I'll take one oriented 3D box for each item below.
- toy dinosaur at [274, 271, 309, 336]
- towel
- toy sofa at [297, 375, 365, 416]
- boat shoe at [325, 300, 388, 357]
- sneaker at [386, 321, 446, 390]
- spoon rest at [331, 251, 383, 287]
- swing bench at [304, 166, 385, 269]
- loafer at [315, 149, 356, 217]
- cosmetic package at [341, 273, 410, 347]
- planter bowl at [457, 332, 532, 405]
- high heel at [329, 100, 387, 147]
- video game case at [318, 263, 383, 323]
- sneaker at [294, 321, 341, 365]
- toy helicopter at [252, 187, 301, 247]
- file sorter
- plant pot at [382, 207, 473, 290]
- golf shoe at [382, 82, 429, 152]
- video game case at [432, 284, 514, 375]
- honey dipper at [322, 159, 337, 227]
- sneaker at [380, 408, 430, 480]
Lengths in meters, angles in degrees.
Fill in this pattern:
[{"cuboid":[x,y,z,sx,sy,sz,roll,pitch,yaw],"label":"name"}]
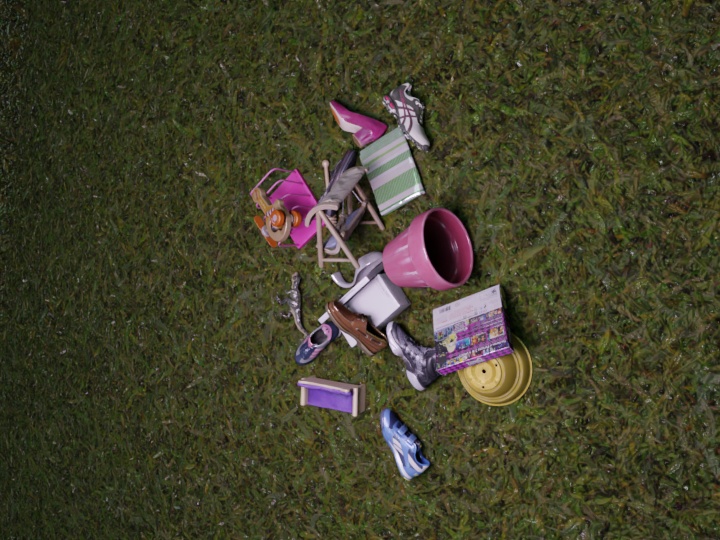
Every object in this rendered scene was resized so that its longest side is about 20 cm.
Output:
[{"cuboid":[-0.215,0.109,1.755,0.087,0.047,0.203,-8,91,24],"label":"toy dinosaur"},{"cuboid":[0.086,-0.274,1.572,0.151,0.023,0.202,-26,77,28],"label":"towel"},{"cuboid":[-0.088,0.367,1.655,0.198,0.097,0.084,3,93,30],"label":"toy sofa"},{"cuboid":[-0.007,0.141,1.505,0.068,0.072,0.200,-37,112,24],"label":"boat shoe"},{"cuboid":[0.156,0.211,1.517,0.113,0.075,0.202,-32,81,27],"label":"sneaker"},{"cuboid":[0.000,0.000,1.601,0.199,0.099,0.061,-28,86,44],"label":"spoon rest"},{"cuboid":[-0.045,-0.143,1.510,0.128,0.199,0.202,1,127,30],"label":"swing bench"},{"cuboid":[-0.073,-0.257,1.625,0.062,0.072,0.202,22,93,16],"label":"loafer"},{"cuboid":[0.030,0.110,1.582,0.200,0.081,0.113,-45,71,25],"label":"cosmetic package"},{"cuboid":[0.319,0.245,1.410,0.198,0.083,0.204,1,92,31],"label":"planter bowl"},{"cuboid":[-0.010,-0.438,1.615,0.095,0.068,0.201,-32,56,-7],"label":"high heel"},{"cuboid":[-0.023,0.063,1.580,0.200,0.143,0.017,-42,88,25],"label":"video game case"},{"cuboid":[-0.145,0.218,1.693,0.200,0.082,0.070,-45,70,24],"label":"sneaker"},{"cuboid":[-0.261,-0.159,1.625,0.201,0.078,0.133,53,127,30],"label":"toy helicopter"},{"cuboid":[-0.221,-0.188,1.700,0.139,0.125,0.201,-40,72,26],"label":"file sorter"},{"cuboid":[0.160,-0.039,1.447,0.178,0.198,0.203,-19,82,45],"label":"plant pot"},{"cuboid":[0.137,-0.409,1.506,0.088,0.077,0.201,-36,74,19],"label":"golf shoe"},{"cuboid":[0.275,0.147,1.409,0.198,0.036,0.183,-25,45,29],"label":"video game case"},{"cuboid":[-0.096,-0.229,1.677,0.038,0.038,0.203,-10,84,31],"label":"honey dipper"},{"cuboid":[0.122,0.466,1.548,0.082,0.074,0.202,-30,84,26],"label":"sneaker"}]
